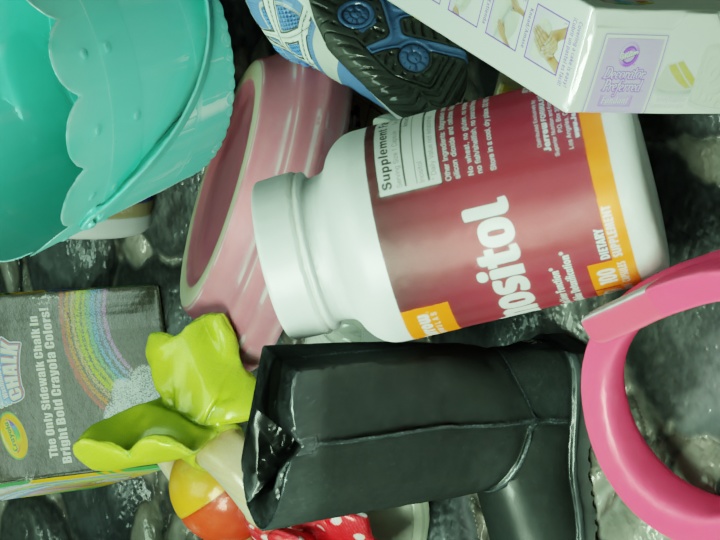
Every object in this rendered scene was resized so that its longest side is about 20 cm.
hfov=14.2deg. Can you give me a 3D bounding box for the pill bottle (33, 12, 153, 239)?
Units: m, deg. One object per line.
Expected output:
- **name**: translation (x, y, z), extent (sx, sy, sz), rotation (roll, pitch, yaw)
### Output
- **pill bottle**: translation (-0.187, -0.127, 1.846), extent (0.119, 0.119, 0.201), rotation (14, 104, 50)

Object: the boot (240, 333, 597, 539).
- **boot**: translation (0.031, 0.117, 1.523), extent (0.066, 0.199, 0.166), rotation (4, 96, 51)

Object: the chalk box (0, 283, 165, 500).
- **chalk box**: translation (-0.234, 0.083, 1.855), extent (0.124, 0.199, 0.125), rotation (-18, 78, 50)

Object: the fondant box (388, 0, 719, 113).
- **fondant box**: translation (0.101, -0.143, 1.462), extent (0.200, 0.144, 0.058), rotation (36, 119, 45)

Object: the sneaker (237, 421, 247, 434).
- **sneaker**: translation (-0.036, 0.104, 1.724), extent (0.200, 0.078, 0.082), rotation (-19, 100, 50)

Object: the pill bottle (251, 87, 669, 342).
- **pill bottle**: translation (0.051, -0.027, 1.482), extent (0.199, 0.113, 0.113), rotation (-14, 79, 9)

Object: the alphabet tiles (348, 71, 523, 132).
- **alphabet tiles**: translation (0.036, -0.076, 1.659), extent (0.167, 0.008, 0.201), rotation (36, 119, 44)

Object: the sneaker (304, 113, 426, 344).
- **sneaker**: translation (0.000, 0.000, 1.598), extent (0.075, 0.099, 0.201), rotation (24, 99, 31)

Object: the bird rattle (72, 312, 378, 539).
- **bird rattle**: translation (-0.063, 0.122, 1.646), extent (0.200, 0.113, 0.163), rotation (41, 166, -7)

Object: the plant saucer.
- **plant saucer**: translation (-0.059, -0.043, 1.671), extent (0.200, 0.051, 0.201), rotation (-163, 90, -79)

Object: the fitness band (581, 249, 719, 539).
- **fitness band**: translation (0.185, 0.064, 1.423), extent (0.200, 0.037, 0.144), rotation (-24, 98, 50)

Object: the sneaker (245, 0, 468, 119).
- **sneaker**: translation (-0.007, -0.141, 1.590), extent (0.200, 0.076, 0.077), rotation (49, 156, 33)

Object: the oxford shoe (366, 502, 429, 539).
- **oxford shoe**: translation (-0.021, 0.183, 1.710), extent (0.200, 0.058, 0.075), rotation (-53, 51, 37)

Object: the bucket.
- **bucket**: translation (-0.178, -0.120, 1.676), extent (0.207, 0.135, 0.208), rotation (23, 124, 41)
